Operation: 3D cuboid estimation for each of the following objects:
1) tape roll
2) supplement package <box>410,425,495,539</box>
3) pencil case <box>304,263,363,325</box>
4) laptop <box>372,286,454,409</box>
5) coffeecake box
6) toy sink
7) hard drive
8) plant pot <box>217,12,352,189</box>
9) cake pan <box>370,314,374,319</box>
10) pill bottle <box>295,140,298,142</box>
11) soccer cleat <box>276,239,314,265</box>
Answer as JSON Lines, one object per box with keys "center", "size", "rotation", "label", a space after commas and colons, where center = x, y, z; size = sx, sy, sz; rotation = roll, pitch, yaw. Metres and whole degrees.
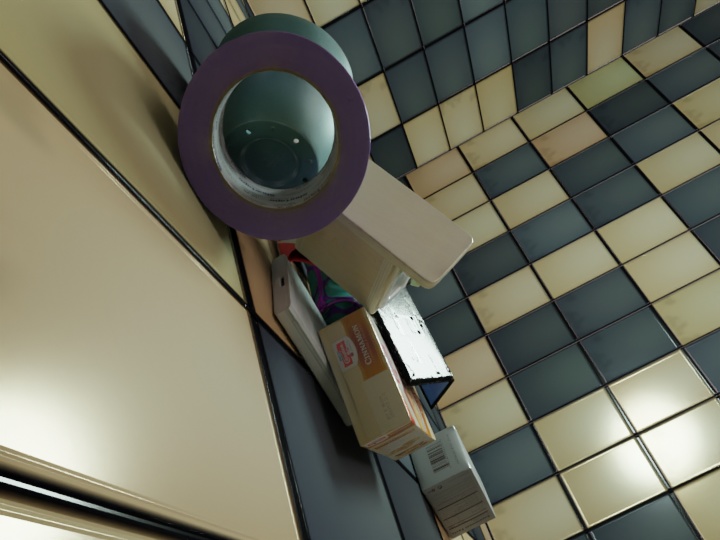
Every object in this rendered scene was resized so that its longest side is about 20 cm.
{"center": [-0.088, -0.143, 0.621], "size": [0.204, 0.195, 0.085], "rotation": [62, 4, -21], "label": "tape roll"}
{"center": [0.201, 0.463, 1.275], "size": [0.203, 0.115, 0.118], "rotation": [62, 4, -35], "label": "supplement package"}
{"center": [-0.052, 0.009, 0.940], "size": [0.092, 0.085, 0.203], "rotation": [33, 26, -40], "label": "pencil case"}
{"center": [0.054, 0.111, 0.876], "size": [0.197, 0.103, 0.181], "rotation": [9, 46, -53], "label": "laptop"}
{"center": [0.027, 0.161, 0.794], "size": [0.157, 0.071, 0.200], "rotation": [66, 5, 26], "label": "coffeecake box"}
{"center": [0.029, -0.033, 0.783], "size": [0.198, 0.130, 0.114], "rotation": [37, -45, 14], "label": "toy sink"}
{"center": [-0.060, 0.092, 0.781], "size": [0.133, 0.026, 0.203], "rotation": [-107, 171, -59], "label": "hard drive"}
{"center": [-0.108, -0.191, 0.752], "size": [0.203, 0.194, 0.165], "rotation": [59, 25, -44], "label": "plant pot"}
{"center": [0.000, 0.000, 1.125], "size": [0.036, 0.197, 0.205], "rotation": [-25, -89, 58], "label": "cake pan"}
{"center": [-0.125, -0.186, 0.960], "size": [0.115, 0.112, 0.203], "rotation": [59, 6, -43], "label": "pill bottle"}
{"center": [-0.030, -0.032, 0.884], "size": [0.069, 0.193, 0.075], "rotation": [113, -22, -52], "label": "soccer cleat"}
